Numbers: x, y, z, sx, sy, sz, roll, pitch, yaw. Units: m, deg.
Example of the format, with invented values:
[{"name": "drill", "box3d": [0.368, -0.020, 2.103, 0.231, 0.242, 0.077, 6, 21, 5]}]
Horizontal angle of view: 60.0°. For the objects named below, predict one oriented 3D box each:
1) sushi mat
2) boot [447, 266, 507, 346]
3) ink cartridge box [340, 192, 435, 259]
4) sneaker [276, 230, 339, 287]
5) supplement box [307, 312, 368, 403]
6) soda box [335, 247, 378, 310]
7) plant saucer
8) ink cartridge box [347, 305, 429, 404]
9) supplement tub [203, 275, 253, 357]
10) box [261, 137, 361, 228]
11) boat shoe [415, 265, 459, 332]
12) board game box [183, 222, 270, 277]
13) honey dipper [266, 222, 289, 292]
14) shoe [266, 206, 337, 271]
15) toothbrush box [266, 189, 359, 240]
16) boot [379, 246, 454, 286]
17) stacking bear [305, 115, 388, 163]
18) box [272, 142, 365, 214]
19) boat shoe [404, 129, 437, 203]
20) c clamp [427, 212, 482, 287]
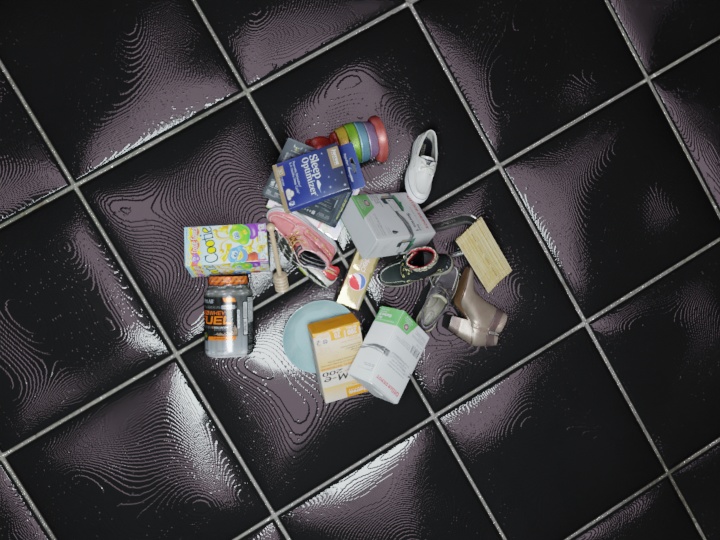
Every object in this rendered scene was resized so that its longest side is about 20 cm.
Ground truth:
[{"name": "sushi mat", "box3d": [0.330, -0.040, 1.663, 0.096, 0.012, 0.200, -40, 119, -7]}, {"name": "boot", "box3d": [0.323, 0.104, 1.675, 0.146, 0.070, 0.200, 16, 99, -4]}, {"name": "ink cartridge box", "box3d": [0.069, -0.116, 1.568, 0.200, 0.084, 0.146, -10, 60, -37]}, {"name": "sneaker", "box3d": [-0.137, -0.044, 1.631, 0.200, 0.077, 0.085, 46, 66, -6]}, {"name": "supplement box", "box3d": [-0.055, 0.224, 1.598, 0.126, 0.074, 0.200, -14, 110, -13]}, {"name": "soda box", "box3d": [0.000, 0.000, 1.637, 0.064, 0.068, 0.200, 21, 88, -6]}, {"name": "plant saucer", "box3d": [-0.107, 0.168, 1.627, 0.201, 0.039, 0.201, -5, 107, -15]}, {"name": "ink cartridge box", "box3d": [0.073, 0.214, 1.583, 0.146, 0.084, 0.200, 47, 63, -42]}, {"name": "supplement tub", "box3d": [-0.332, 0.114, 1.574, 0.122, 0.123, 0.200, -1, 91, -6]}, {"name": "box", "box3d": [-0.118, -0.213, 1.514, 0.200, 0.051, 0.158, 24, 88, 15]}, {"name": "boat shoe", "box3d": [0.211, 0.072, 1.662, 0.072, 0.065, 0.200, 30, 84, -2]}, {"name": "board game box", "box3d": [-0.332, -0.050, 1.569, 0.200, 0.105, 0.103, -4, 74, -6]}, {"name": "honey dipper", "box3d": [-0.213, -0.032, 1.575, 0.038, 0.038, 0.200, -11, 127, -6]}, {"name": "shoe", "box3d": [-0.151, -0.078, 1.542, 0.200, 0.091, 0.071, 33, 125, -12]}, {"name": "toothbrush box", "box3d": [-0.124, -0.183, 1.613, 0.200, 0.086, 0.146, 26, 88, -7]}, {"name": "boot", "box3d": [0.123, -0.012, 1.583, 0.203, 0.154, 0.074, -13, 78, 20]}, {"name": "stacking bear", "box3d": [-0.039, -0.320, 1.600, 0.200, 0.114, 0.122, -16, 93, -9]}, {"name": "box", "box3d": [-0.099, -0.223, 1.469, 0.200, 0.032, 0.121, -18, 78, 8]}, {"name": "boat shoe", "box3d": [0.167, -0.274, 1.622, 0.072, 0.066, 0.200, 19, 66, -14]}, {"name": "c clamp", "box3d": [0.247, -0.064, 1.675, 0.200, 0.027, 0.171, -22, 75, -7]}]
